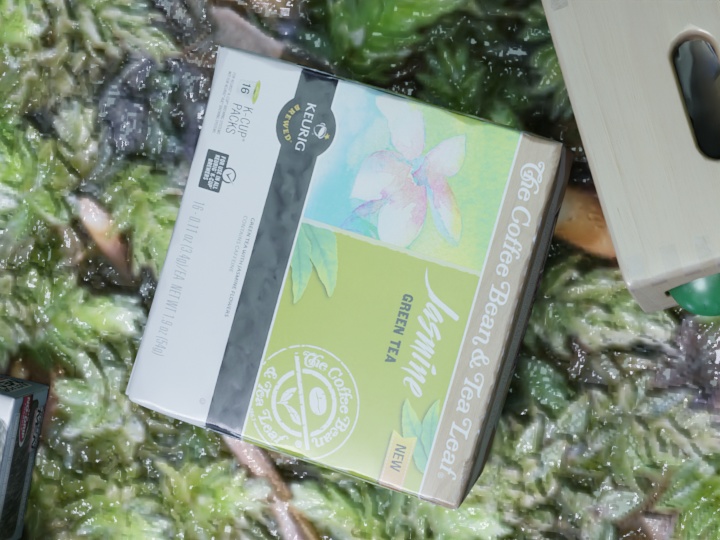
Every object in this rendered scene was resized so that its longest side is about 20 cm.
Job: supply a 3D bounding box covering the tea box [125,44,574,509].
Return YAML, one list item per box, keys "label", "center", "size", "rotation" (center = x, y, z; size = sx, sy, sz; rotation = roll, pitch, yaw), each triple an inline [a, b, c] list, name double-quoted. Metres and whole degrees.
- label: "tea box"
  center: [0.000, 0.000, 0.894]
  size: [0.195, 0.134, 0.202]
  rotation: [16, 95, 9]

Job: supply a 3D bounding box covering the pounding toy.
- label: "pounding toy"
  center: [0.198, -0.056, 0.844]
  size: [0.141, 0.184, 0.202]
  rotation: [-17, 81, 11]

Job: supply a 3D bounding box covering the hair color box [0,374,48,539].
- label: "hair color box"
  center: [-0.303, 0.101, 0.993]
  size: [0.198, 0.061, 0.100]
  rotation: [12, 94, 9]
